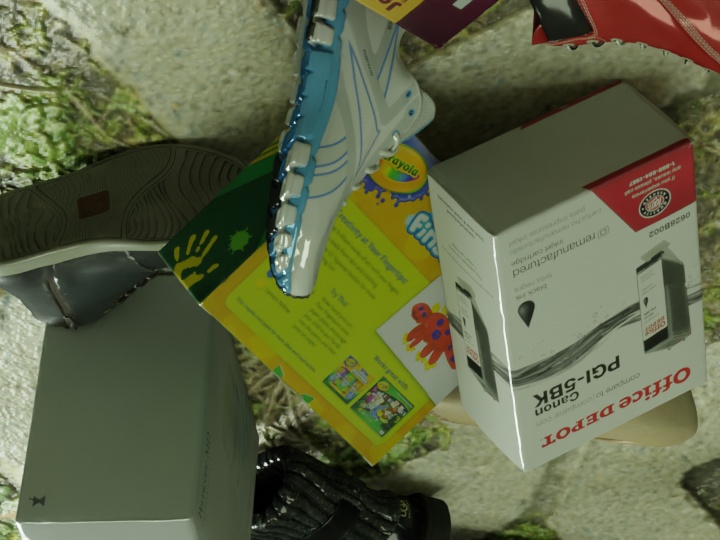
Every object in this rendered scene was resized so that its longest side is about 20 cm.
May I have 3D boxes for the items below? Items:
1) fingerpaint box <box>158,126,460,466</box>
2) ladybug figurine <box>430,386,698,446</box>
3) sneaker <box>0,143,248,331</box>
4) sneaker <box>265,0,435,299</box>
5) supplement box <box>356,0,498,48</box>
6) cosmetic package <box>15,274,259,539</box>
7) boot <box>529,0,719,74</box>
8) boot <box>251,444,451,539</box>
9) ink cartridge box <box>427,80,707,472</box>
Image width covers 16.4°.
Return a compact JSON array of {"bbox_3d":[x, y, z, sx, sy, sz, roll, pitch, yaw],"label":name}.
[{"bbox_3d":[0.000,0.000,1.570,0.167,0.073,0.200,-44,131,2],"label":"fingerpaint box"},{"bbox_3d":[0.132,0.075,1.696,0.200,0.072,0.136,7,176,-8],"label":"ladybug figurine"},{"bbox_3d":[-0.145,-0.021,1.625,0.200,0.075,0.106,-9,152,15],"label":"sneaker"},{"bbox_3d":[-0.003,-0.078,1.446,0.087,0.200,0.075,12,-178,-11],"label":"sneaker"},{"bbox_3d":[0.056,-0.229,1.309,0.131,0.103,0.200,26,137,-29],"label":"supplement box"},{"bbox_3d":[-0.146,0.140,1.712,0.123,0.200,0.200,-3,142,8],"label":"cosmetic package"},{"bbox_3d":[0.183,-0.138,1.449,0.144,0.072,0.200,-23,127,30],"label":"boot"},{"bbox_3d":[-0.049,0.216,1.897,0.158,0.080,0.211,18,129,-29],"label":"boot"},{"bbox_3d":[0.132,0.006,1.545,0.147,0.083,0.200,-26,132,-17],"label":"ink cartridge box"}]
